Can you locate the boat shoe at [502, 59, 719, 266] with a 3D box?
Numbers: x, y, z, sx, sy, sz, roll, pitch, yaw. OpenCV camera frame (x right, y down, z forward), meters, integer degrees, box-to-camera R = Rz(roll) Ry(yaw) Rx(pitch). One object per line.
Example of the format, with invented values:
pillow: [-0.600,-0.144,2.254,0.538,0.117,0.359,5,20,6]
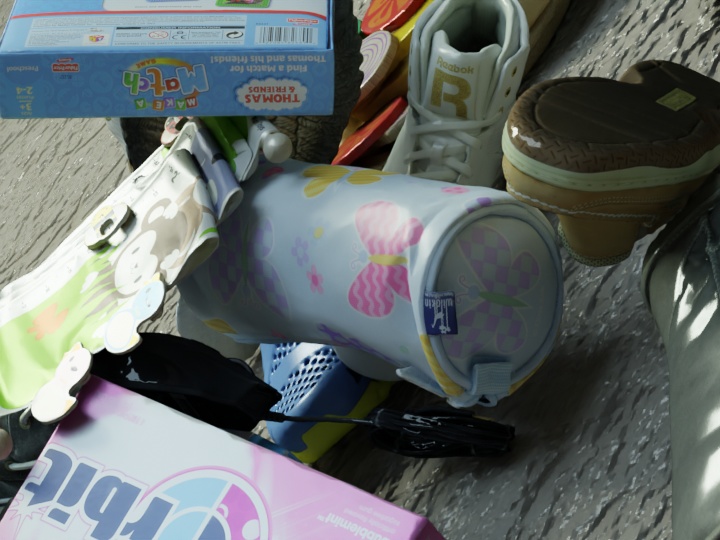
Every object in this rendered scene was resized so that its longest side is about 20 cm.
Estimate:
boat shoe: [0.107,-0.035,0.965,0.200,0.071,0.077,-16,-48,-60]

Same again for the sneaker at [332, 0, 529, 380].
sneaker: [0.032,-0.052,1.128,0.116,0.073,0.201,92,-166,-48]

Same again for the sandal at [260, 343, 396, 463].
sandal: [-0.033,0.020,1.183,0.079,0.087,0.200,-40,26,16]

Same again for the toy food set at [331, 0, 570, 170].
toy food set: [0.045,-0.132,1.328,0.198,0.049,0.200,-47,23,5]

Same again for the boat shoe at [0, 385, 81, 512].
boat shoe: [-0.145,0.078,1.130,0.199,0.071,0.072,-24,31,39]

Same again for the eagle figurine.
eagle figurine: [-0.089,-0.063,1.263,0.200,0.150,0.152,123,160,-46]

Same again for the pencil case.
pencil case: [0.000,0.000,1.035,0.083,0.091,0.199,-18,20,-36]

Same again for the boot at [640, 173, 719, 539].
boot: [0.166,0.013,0.840,0.182,0.072,0.200,-54,12,26]

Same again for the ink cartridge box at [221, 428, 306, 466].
ink cartridge box: [-0.084,0.130,1.121,0.115,0.068,0.200,-52,23,-9]

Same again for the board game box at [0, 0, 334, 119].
board game box: [-0.086,-0.128,1.118,0.150,0.037,0.200,-1,28,0]

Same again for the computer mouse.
computer mouse: [-0.028,0.053,1.033,0.059,0.198,0.034,74,-154,-70]

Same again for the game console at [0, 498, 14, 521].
game console: [-0.229,0.210,1.090,0.172,0.118,0.201,133,146,-65]

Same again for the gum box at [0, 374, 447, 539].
gum box: [-0.065,0.130,0.969,0.199,0.066,0.114,20,70,35]

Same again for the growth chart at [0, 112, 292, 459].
growth chart: [-0.110,-0.007,1.056,0.200,0.018,0.145,-46,28,-4]
